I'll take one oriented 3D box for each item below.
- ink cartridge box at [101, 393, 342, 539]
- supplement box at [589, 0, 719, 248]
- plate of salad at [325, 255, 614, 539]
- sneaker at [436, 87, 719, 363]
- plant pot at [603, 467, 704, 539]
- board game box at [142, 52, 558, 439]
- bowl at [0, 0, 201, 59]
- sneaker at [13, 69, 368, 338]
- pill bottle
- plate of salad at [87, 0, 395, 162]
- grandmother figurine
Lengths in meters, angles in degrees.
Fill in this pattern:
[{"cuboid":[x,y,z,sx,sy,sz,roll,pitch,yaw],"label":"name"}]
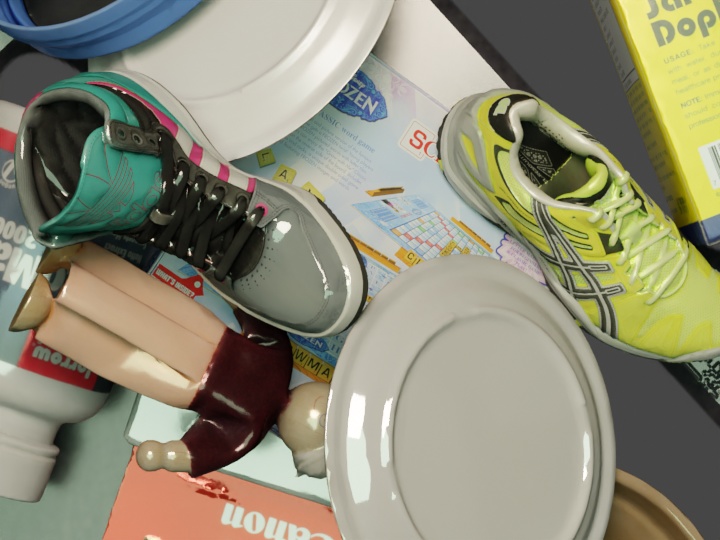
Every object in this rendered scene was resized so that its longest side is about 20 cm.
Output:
[{"cuboid":[-0.038,0.121,1.445,0.199,0.044,0.175,18,88,1],"label":"ink cartridge box"},{"cuboid":[0.199,-0.123,1.411,0.109,0.109,0.201,-21,89,1],"label":"supplement box"},{"cuboid":[0.054,0.093,1.324,0.199,0.048,0.201,7,79,-39],"label":"plate of salad"},{"cuboid":[0.127,-0.019,1.365,0.200,0.076,0.076,37,76,-10],"label":"sneaker"},{"cuboid":[0.098,0.209,1.401,0.200,0.093,0.202,4,76,-17],"label":"plant pot"},{"cuboid":[0.000,0.000,1.392,0.200,0.041,0.200,35,79,-10],"label":"board game box"},{"cuboid":[-0.126,-0.202,1.392,0.201,0.201,0.039,-46,132,0],"label":"bowl"},{"cuboid":[-0.097,-0.032,1.261,0.200,0.121,0.084,37,113,22],"label":"sneaker"},{"cuboid":[-0.182,0.019,1.410,0.119,0.120,0.201,20,90,1],"label":"pill bottle"},{"cuboid":[-0.058,-0.140,1.368,0.199,0.048,0.201,-17,55,26],"label":"plate of salad"},{"cuboid":[-0.080,0.051,1.317,0.199,0.061,0.122,27,76,-10],"label":"grandmother figurine"}]
